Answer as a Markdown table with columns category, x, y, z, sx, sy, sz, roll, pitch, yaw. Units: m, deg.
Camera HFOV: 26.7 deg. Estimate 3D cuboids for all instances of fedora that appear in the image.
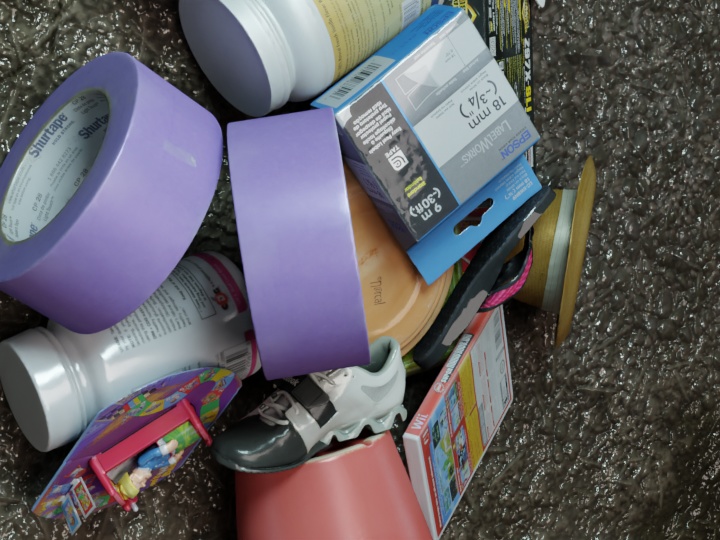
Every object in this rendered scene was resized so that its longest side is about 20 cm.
| category | x | y | z | sx | sy | sz | roll | pitch | yaw |
| --- | --- | --- | --- | --- | --- | --- | --- | --- | --- |
| fedora | 0.176 | -0.022 | 1.467 | 0.081 | 0.201 | 0.202 | 10 | 93 | 7 |

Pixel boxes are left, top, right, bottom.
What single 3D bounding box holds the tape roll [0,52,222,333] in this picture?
| category | x | y | z | sx | sy | sz | roll | pitch | yaw |
| --- | --- | --- | --- | --- | --- | --- | --- | --- | --- |
| tape roll | -0.201 | -0.060 | 1.159 | 0.085 | 0.199 | 0.201 | 34 | 79 | -33 |

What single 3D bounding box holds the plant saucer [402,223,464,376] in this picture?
| category | x | y | z | sx | sy | sz | roll | pitch | yaw |
| --- | --- | --- | --- | --- | --- | --- | --- | --- | --- |
| plant saucer | 0.021 | 0.023 | 1.399 | 0.199 | 0.048 | 0.201 | -16 | 114 | -26 |

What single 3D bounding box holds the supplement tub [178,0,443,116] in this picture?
| category | x | y | z | sx | sy | sz | roll | pitch | yaw |
| --- | --- | --- | --- | --- | --- | --- | --- | --- | --- |
| supplement tub | -0.039 | -0.232 | 1.280 | 0.200 | 0.144 | 0.145 | -37 | 116 | -24 |

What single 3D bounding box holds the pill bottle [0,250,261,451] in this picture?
| category | x | y | z | sx | sy | sz | roll | pitch | yaw |
| --- | --- | --- | --- | --- | --- | --- | --- | --- | --- |
| pill bottle | -0.188 | 0.067 | 1.250 | 0.199 | 0.113 | 0.114 | -22 | 109 | -29 |

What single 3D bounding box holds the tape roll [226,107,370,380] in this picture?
| category | x | y | z | sx | sy | sz | roll | pitch | yaw |
| --- | --- | --- | --- | --- | --- | --- | --- | --- | --- |
| tape roll | -0.047 | -0.021 | 1.174 | 0.084 | 0.200 | 0.202 | -9 | 105 | -1 |

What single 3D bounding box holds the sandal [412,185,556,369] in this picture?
| category | x | y | z | sx | sy | sz | roll | pitch | yaw |
| --- | --- | --- | --- | --- | --- | --- | --- | --- | --- |
| sandal | 0.120 | 0.011 | 1.380 | 0.045 | 0.075 | 0.201 | 33 | 94 | -8 |

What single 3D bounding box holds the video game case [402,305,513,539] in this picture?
| category | x | y | z | sx | sy | sz | roll | pitch | yaw |
| --- | --- | --- | --- | --- | --- | --- | --- | --- | --- |
| video game case | 0.096 | 0.138 | 1.436 | 0.200 | 0.017 | 0.144 | -56 | 147 | -41 |

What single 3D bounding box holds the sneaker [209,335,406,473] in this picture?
| category | x | y | z | sx | sy | sz | roll | pitch | yaw |
| --- | --- | --- | --- | --- | --- | --- | --- | --- | --- |
| sneaker | -0.044 | 0.105 | 1.284 | 0.199 | 0.074 | 0.089 | -20 | 123 | -38 |

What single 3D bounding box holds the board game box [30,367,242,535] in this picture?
| category | x | y | z | sx | sy | sz | roll | pitch | yaw |
| --- | --- | --- | --- | --- | --- | --- | --- | --- | --- |
| board game box | -0.172 | 0.157 | 1.244 | 0.157 | 0.039 | 0.200 | -9 | 146 | -47 |

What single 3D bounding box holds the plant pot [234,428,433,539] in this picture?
| category | x | y | z | sx | sy | sz | roll | pitch | yaw |
| --- | --- | --- | --- | --- | --- | --- | --- | --- | --- |
| plant pot | -0.025 | 0.238 | 1.352 | 0.199 | 0.200 | 0.179 | -15 | 97 | -30 |

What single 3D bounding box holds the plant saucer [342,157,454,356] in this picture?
| category | x | y | z | sx | sy | sz | roll | pitch | yaw |
| --- | --- | --- | --- | --- | --- | --- | --- | --- | --- |
| plant saucer | 0.000 | 0.000 | 1.331 | 0.199 | 0.032 | 0.202 | -11 | 112 | -28 |

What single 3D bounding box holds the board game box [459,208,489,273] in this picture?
| category | x | y | z | sx | sy | sz | roll | pitch | yaw |
| --- | --- | --- | --- | --- | --- | --- | --- | --- | --- |
| board game box | 0.039 | -0.053 | 1.434 | 0.199 | 0.030 | 0.096 | 18 | 89 | -32 |

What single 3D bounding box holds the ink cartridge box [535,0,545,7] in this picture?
| category | x | y | z | sx | sy | sz | roll | pitch | yaw |
| --- | --- | --- | --- | --- | --- | --- | --- | --- | --- |
| ink cartridge box | 0.151 | -0.358 | 1.402 | 0.200 | 0.066 | 0.116 | 50 | 36 | -29 |

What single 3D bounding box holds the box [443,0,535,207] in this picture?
| category | x | y | z | sx | sy | sz | roll | pitch | yaw |
| --- | --- | --- | --- | --- | --- | --- | --- | --- | --- |
| box | 0.119 | -0.168 | 1.407 | 0.160 | 0.049 | 0.202 | -32 | 121 | -66 |

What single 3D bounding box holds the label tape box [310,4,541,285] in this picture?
| category | x | y | z | sx | sy | sz | roll | pitch | yaw |
| --- | --- | --- | --- | --- | --- | --- | --- | --- | --- |
| label tape box | 0.072 | -0.100 | 1.281 | 0.144 | 0.063 | 0.201 | -40 | 114 | -11 |
